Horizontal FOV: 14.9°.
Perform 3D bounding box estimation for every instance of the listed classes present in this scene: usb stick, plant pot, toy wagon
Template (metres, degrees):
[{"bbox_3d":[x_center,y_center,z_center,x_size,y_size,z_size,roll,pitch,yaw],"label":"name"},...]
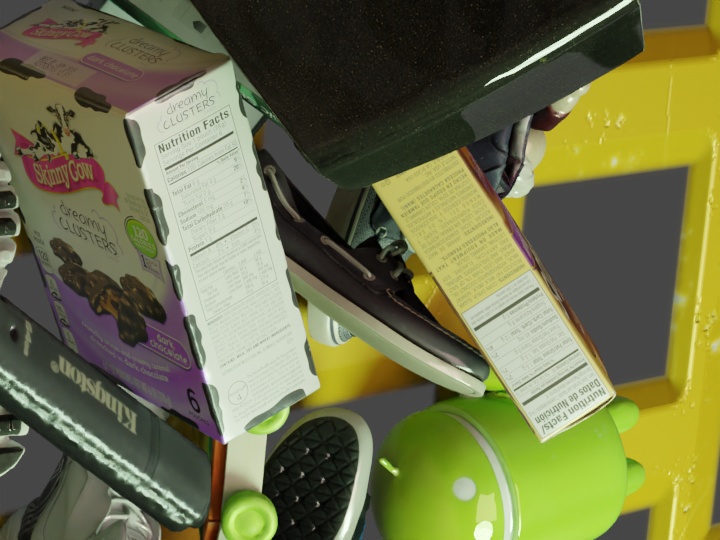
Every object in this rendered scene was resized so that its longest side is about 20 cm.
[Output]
[{"bbox_3d":[-0.148,0.076,1.481,0.200,0.032,0.056,42,42,-39],"label":"usb stick"},{"bbox_3d":[0.016,-0.148,1.401,0.177,0.200,0.199,-38,174,4],"label":"plant pot"},{"bbox_3d":[-0.072,0.109,1.604,0.039,0.155,0.202,4,105,-7],"label":"toy wagon"}]

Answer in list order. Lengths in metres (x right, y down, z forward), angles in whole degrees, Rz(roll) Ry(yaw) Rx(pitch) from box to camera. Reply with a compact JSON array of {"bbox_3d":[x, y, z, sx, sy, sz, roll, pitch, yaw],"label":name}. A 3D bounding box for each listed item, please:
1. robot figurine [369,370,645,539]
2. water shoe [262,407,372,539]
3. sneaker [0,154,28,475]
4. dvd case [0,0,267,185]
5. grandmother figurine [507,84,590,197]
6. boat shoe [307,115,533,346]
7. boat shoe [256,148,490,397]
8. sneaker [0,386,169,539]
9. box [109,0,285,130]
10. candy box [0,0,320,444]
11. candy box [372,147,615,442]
[{"bbox_3d":[0.090,0.133,1.771,0.199,0.115,0.177,-15,105,-36],"label":"robot figurine"},{"bbox_3d":[-0.032,0.179,1.727,0.079,0.071,0.201,-2,111,-64],"label":"water shoe"},{"bbox_3d":[-0.230,0.014,1.482,0.075,0.081,0.202,4,83,-45],"label":"sneaker"},{"bbox_3d":[-0.116,-0.102,1.574,0.200,0.017,0.143,-53,131,-14],"label":"dvd case"},{"bbox_3d":[0.123,-0.132,1.713,0.060,0.121,0.201,22,114,-10],"label":"grandmother figurine"},{"bbox_3d":[0.038,-0.040,1.668,0.075,0.092,0.201,7,102,-72],"label":"boat shoe"},{"bbox_3d":[0.000,0.000,1.602,0.063,0.199,0.073,-54,167,-8],"label":"boat shoe"},{"bbox_3d":[-0.133,0.127,1.574,0.075,0.115,0.201,30,84,-43],"label":"sneaker"},{"bbox_3d":[-0.034,-0.161,1.510,0.145,0.200,0.036,-52,172,-6],"label":"box"},{"bbox_3d":[-0.117,-0.030,1.471,0.071,0.167,0.201,-30,122,-26],"label":"candy box"},{"bbox_3d":[0.069,-0.008,1.590,0.056,0.117,0.201,-31,101,5],"label":"candy box"}]
